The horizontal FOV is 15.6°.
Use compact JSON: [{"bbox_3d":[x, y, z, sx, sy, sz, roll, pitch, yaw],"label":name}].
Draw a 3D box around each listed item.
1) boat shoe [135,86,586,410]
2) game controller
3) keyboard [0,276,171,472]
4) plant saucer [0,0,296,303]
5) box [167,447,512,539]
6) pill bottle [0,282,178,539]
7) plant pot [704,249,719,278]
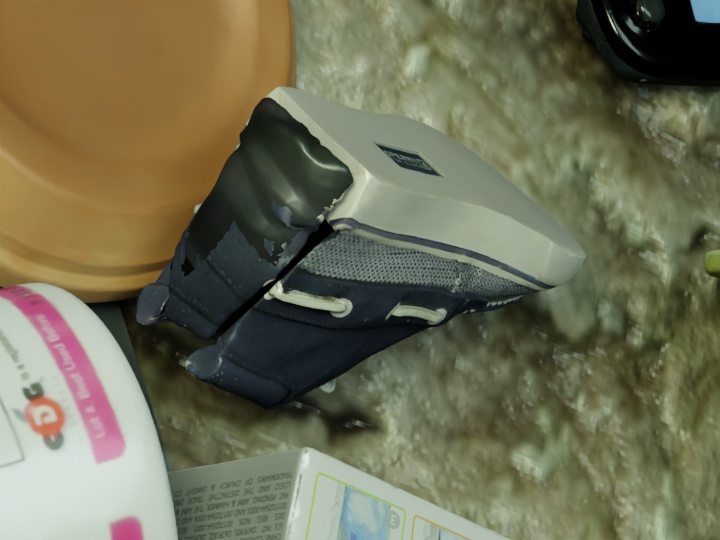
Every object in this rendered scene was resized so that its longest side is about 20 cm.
[{"bbox_3d":[0.000,0.000,0.895,0.075,0.093,0.200,45,15,28],"label":"boat shoe"},{"bbox_3d":[0.162,-0.124,1.060,0.200,0.042,0.105,-2,79,-37],"label":"game controller"},{"bbox_3d":[-0.113,0.063,0.825,0.127,0.021,0.200,-17,88,-38],"label":"keyboard"},{"bbox_3d":[-0.094,-0.090,0.853,0.200,0.037,0.201,17,65,-39],"label":"plant saucer"},{"bbox_3d":[0.011,0.140,0.826,0.200,0.112,0.102,28,63,-37],"label":"box"},{"bbox_3d":[-0.161,0.079,0.715,0.200,0.113,0.114,-15,87,-27],"label":"pill bottle"},{"bbox_3d":[0.226,0.088,0.978,0.200,0.200,0.185,3,88,-36],"label":"plant pot"}]
